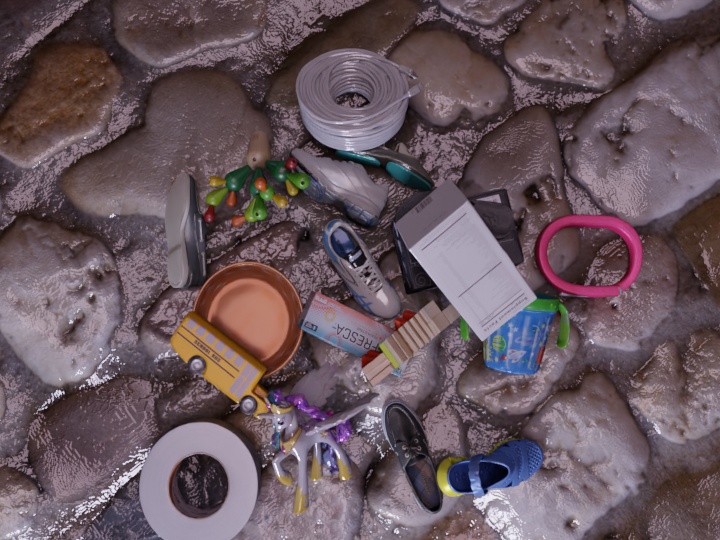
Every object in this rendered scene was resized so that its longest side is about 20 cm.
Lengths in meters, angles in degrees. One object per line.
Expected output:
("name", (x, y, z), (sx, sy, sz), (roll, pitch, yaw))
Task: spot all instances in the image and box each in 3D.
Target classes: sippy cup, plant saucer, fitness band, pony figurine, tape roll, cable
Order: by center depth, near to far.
("pony figurine", (-0.072, 0.260, 1.123), (0.190, 0.165, 0.205), (-25, 114, -33))
("tape roll", (-0.265, 0.355, 1.149), (0.194, 0.066, 0.207), (0, 84, -3))
("sippy cup", (0.265, 0.104, 1.171), (0.173, 0.139, 0.134), (9, 94, 22))
("plant saucer", (-0.194, 0.088, 1.192), (0.194, 0.037, 0.207), (0, 86, -2))
("cable", (-0.014, -0.301, 1.192), (0.198, 0.070, 0.200), (35, 65, 18))
("fitness band", (0.410, -0.027, 1.229), (0.194, 0.037, 0.148), (1, 84, -4))

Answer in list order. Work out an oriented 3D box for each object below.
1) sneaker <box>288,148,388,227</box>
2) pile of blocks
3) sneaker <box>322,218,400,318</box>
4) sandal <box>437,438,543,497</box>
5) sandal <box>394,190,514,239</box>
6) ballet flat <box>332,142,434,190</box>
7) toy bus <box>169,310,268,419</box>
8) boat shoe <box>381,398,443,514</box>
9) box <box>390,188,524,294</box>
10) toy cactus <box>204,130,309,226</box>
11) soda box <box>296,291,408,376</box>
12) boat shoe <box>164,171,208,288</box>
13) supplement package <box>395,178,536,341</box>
("sneaker", (-0.039, -0.158, 1.214), (0.197, 0.075, 0.088), (33, 67, -2))
("pile of blocks", (0.070, 0.107, 1.104), (0.199, 0.082, 0.063), (-41, 81, 17))
("sneaker", (0.000, 0.000, 1.191), (0.071, 0.072, 0.202), (-37, 89, -7))
("sandal", (0.231, 0.336, 1.150), (0.195, 0.087, 0.082), (-13, 83, -22))
("sandal", (0.153, -0.092, 1.103), (0.194, 0.048, 0.078), (2, 84, -3))
("ballet flat", (0.048, -0.206, 1.216), (0.195, 0.067, 0.065), (21, 77, -1))
("toy bus", (-0.221, 0.159, 1.134), (0.198, 0.065, 0.079), (37, 83, 1))
("boat shoe", (0.094, 0.317, 1.172), (0.067, 0.057, 0.204), (-24, 86, -4))
("box", (0.161, -0.048, 1.182), (0.194, 0.115, 0.136), (-13, 84, -5))
("toy cactus", (-0.184, -0.167, 1.185), (0.196, 0.102, 0.169), (-16, 62, 24))
("soda box", (-0.007, 0.108, 1.167), (0.196, 0.063, 0.070), (27, 83, -11))
("boat shoe", (-0.300, -0.069, 1.200), (0.061, 0.072, 0.206), (9, 73, -45))
("supplement package", (0.160, -0.015, 1.045), (0.113, 0.110, 0.201), (-37, 114, 8))
